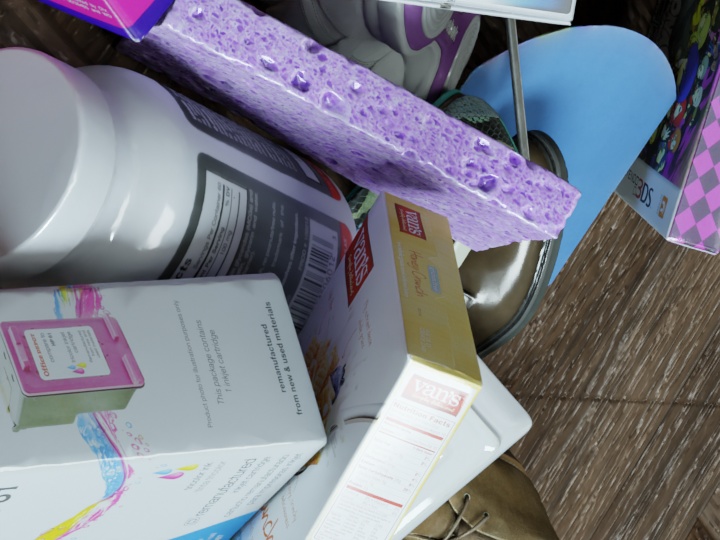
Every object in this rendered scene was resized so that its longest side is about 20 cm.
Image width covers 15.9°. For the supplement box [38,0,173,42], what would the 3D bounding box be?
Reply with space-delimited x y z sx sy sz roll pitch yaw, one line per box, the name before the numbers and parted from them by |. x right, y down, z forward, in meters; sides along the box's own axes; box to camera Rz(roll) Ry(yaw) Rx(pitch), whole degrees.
supplement box | -0.133 -0.198 1.002 0.101 0.103 0.200 -53 143 -16

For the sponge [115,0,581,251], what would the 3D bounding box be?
sponge | -0.007 -0.067 1.143 0.200 0.112 0.030 29 81 -14

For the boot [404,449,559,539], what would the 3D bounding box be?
boot | 0.042 0.118 1.337 0.074 0.075 0.200 -49 144 15

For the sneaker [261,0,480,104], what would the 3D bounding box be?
sneaker | 0.003 -0.127 1.244 0.200 0.099 0.075 75 39 -71

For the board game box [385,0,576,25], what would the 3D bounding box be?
board game box | 0.049 -0.213 1.115 0.126 0.035 0.200 5 100 -28

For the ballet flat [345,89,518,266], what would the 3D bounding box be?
ballet flat | 0.000 0.000 1.250 0.200 0.074 0.074 -45 145 9

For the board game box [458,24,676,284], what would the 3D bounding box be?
board game box | 0.073 -0.060 1.368 0.158 0.039 0.200 5 126 -44

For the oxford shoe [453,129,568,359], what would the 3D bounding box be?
oxford shoe | 0.036 0.011 1.316 0.084 0.073 0.200 8 125 -43

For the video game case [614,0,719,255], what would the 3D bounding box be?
video game case | 0.192 -0.123 1.416 0.036 0.181 0.200 15 100 -9

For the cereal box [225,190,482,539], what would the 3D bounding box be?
cereal box | -0.016 0.082 1.104 0.039 0.144 0.200 22 115 -16

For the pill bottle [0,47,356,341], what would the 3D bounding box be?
pill bottle | -0.098 -0.023 1.130 0.200 0.116 0.116 26 88 -54

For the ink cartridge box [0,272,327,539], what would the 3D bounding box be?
ink cartridge box | -0.138 0.073 1.058 0.200 0.085 0.145 -2 153 -30

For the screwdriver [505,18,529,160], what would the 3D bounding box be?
screwdriver | 0.077 -0.134 1.282 0.029 0.028 0.200 1 73 -34

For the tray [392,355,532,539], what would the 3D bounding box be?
tray | -0.012 0.113 1.262 0.200 0.022 0.107 -41 128 1
